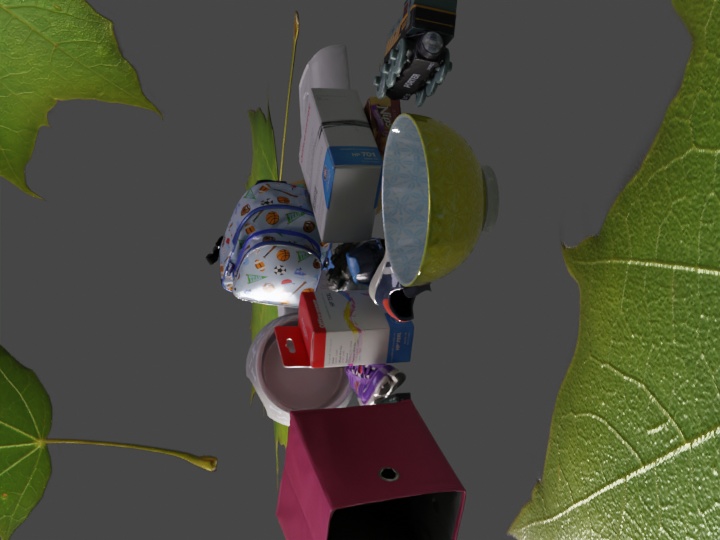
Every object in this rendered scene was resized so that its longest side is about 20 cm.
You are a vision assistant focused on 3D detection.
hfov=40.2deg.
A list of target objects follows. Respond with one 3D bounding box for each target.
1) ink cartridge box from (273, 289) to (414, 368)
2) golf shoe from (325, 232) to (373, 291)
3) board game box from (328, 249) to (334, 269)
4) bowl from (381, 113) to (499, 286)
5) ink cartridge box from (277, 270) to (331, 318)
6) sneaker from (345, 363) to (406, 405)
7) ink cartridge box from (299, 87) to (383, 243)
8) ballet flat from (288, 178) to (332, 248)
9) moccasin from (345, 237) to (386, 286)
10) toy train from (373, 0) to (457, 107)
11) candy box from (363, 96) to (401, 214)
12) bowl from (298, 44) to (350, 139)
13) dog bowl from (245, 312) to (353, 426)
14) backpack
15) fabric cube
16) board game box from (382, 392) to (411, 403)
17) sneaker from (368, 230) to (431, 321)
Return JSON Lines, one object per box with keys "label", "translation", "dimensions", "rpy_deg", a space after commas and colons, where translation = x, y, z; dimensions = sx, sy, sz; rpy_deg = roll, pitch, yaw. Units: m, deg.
{"label": "ink cartridge box", "translation": [-0.028, 0.088, 1.515], "dimensions": [0.117, 0.197, 0.068], "rpy_deg": [-115, 26, -57]}
{"label": "golf shoe", "translation": [0.000, 0.000, 1.660], "dimensions": [0.078, 0.097, 0.201], "rpy_deg": [-35, 19, 27]}
{"label": "board game box", "translation": [-0.066, -0.014, 2.019], "dimensions": [0.158, 0.038, 0.202], "rpy_deg": [117, 144, -54]}
{"label": "bowl", "translation": [0.099, -0.082, 1.152], "dimensions": [0.200, 0.106, 0.203], "rpy_deg": [178, 90, -77]}
{"label": "ink cartridge box", "translation": [-0.072, 0.106, 1.784], "dimensions": [0.086, 0.144, 0.203], "rpy_deg": [128, 137, -70]}
{"label": "sneaker", "translation": [0.010, 0.171, 1.567], "dimensions": [0.084, 0.080, 0.200], "rpy_deg": [51, 165, -2]}
{"label": "ink cartridge box", "translation": [-0.033, -0.164, 1.513], "dimensions": [0.201, 0.085, 0.148], "rpy_deg": [-105, 19, -44]}
{"label": "ballet flat", "translation": [-0.093, -0.099, 1.745], "dimensions": [0.201, 0.062, 0.069], "rpy_deg": [77, -171, -57]}
{"label": "moccasin", "translation": [0.032, -0.010, 1.510], "dimensions": [0.200, 0.067, 0.081], "rpy_deg": [-44, -65, -77]}
{"label": "toy train", "translation": [0.073, -0.294, 1.308], "dimensions": [0.200, 0.084, 0.116], "rpy_deg": [147, 132, -77]}
{"label": "candy box", "translation": [0.021, -0.180, 1.581], "dimensions": [0.200, 0.056, 0.118], "rpy_deg": [125, 142, -66]}
{"label": "bowl", "translation": [-0.073, -0.325, 1.922], "dimensions": [0.200, 0.074, 0.203], "rpy_deg": [138, 129, -75]}
{"label": "dog bowl", "translation": [-0.095, 0.165, 1.678], "dimensions": [0.059, 0.197, 0.203], "rpy_deg": [130, 136, -72]}
{"label": "backpack", "translation": [-0.134, -0.043, 1.594], "dimensions": [0.155, 0.197, 0.192], "rpy_deg": [-113, 35, -52]}
{"label": "fabric cube", "translation": [0.008, 0.321, 1.360], "dimensions": [0.200, 0.194, 0.202], "rpy_deg": [-123, 36, -54]}
{"label": "board game box", "translation": [0.049, 0.274, 1.586], "dimensions": [0.200, 0.028, 0.137], "rpy_deg": [135, 132, -73]}
{"label": "sneaker", "translation": [0.074, -0.016, 1.378], "dimensions": [0.085, 0.074, 0.202], "rpy_deg": [49, 139, 40]}
